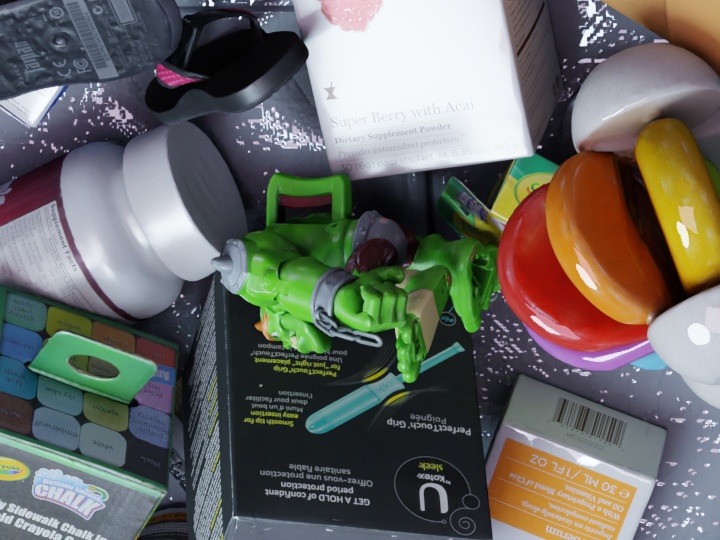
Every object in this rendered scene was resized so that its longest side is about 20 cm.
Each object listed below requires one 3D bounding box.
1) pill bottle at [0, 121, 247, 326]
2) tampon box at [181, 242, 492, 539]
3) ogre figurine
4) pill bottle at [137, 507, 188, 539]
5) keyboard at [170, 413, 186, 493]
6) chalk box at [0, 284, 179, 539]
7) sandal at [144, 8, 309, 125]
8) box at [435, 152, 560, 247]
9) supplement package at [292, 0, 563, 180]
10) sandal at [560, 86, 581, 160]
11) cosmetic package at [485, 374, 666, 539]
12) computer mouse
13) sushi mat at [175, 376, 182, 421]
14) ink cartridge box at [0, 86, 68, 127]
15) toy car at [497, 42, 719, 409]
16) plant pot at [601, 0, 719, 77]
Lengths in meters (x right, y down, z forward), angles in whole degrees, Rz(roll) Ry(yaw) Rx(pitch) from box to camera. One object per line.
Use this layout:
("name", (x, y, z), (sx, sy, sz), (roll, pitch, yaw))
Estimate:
("pill bottle", (-0.173, -0.010, 1.777), (0.199, 0.110, 0.110), (-24, 105, 20))
("tampon box", (-0.018, 0.105, 1.706), (0.149, 0.201, 0.127), (6, 138, -12))
("ogre figurine", (0.000, 0.000, 1.642), (0.119, 0.200, 0.099), (15, 122, 20))
("pill bottle", (-0.125, 0.236, 1.820), (0.116, 0.200, 0.117), (4, 113, 11))
("keyboard", (-0.078, 0.165, 1.799), (0.040, 0.104, 0.200), (-38, 82, -18))
("chalk box", (-0.182, 0.099, 1.721), (0.124, 0.124, 0.200), (21, 128, -17))
("sandal", (-0.081, -0.122, 1.680), (0.075, 0.200, 0.045), (-45, 104, -12))
("box", (0.139, -0.009, 1.706), (0.199, 0.117, 0.049), (26, 81, -1))
("supplement package", (0.030, -0.168, 1.660), (0.120, 0.120, 0.201), (-7, 110, 16))
("sandal", (0.202, -0.049, 1.721), (0.199, 0.043, 0.076), (26, 123, -10))
("cosmetic package", (0.105, 0.177, 1.816), (0.101, 0.071, 0.201), (20, 116, 3))
("computer mouse", (-0.205, -0.155, 1.662), (0.199, 0.046, 0.141), (-16, 128, 18))
("sushi mat", (-0.044, 0.138, 1.833), (0.096, 0.012, 0.200), (-40, 84, 27))
("ink cartridge box", (-0.201, -0.181, 1.730), (0.136, 0.076, 0.200), (36, 113, -4))
("toy car", (0.148, -0.007, 1.559), (0.149, 0.200, 0.176), (-23, 72, 11))
("plant pot", (0.176, -0.212, 1.583), (0.139, 0.200, 0.201), (20, 116, 22))
